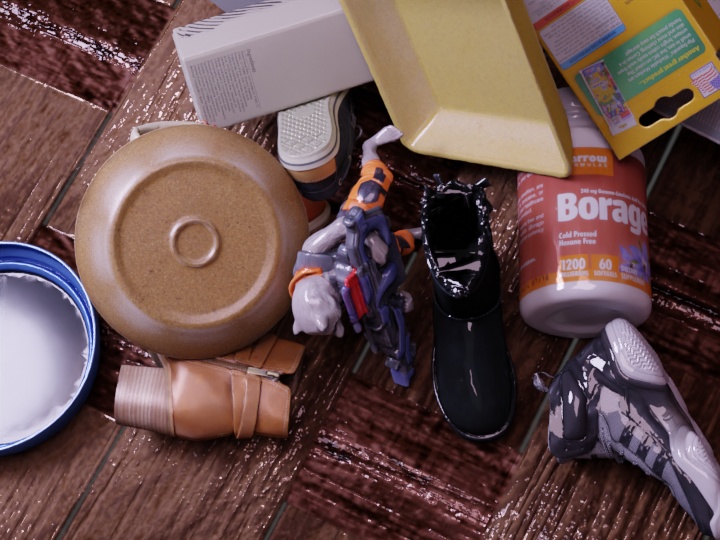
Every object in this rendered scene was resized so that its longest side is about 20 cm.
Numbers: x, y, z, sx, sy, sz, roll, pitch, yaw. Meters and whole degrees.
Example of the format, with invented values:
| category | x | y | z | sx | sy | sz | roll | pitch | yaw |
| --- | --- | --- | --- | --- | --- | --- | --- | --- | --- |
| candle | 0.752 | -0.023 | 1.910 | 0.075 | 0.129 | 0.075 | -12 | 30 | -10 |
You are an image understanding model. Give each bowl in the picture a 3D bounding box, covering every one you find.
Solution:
| category | x | y | z | sx | sy | sz | roll | pitch | yaw |
| --- | --- | --- | --- | --- | --- | --- | --- | --- | --- |
| bowl | -0.329 | 0.073 | 1.591 | 0.200 | 0.039 | 0.201 | -3 | 68 | 7 |

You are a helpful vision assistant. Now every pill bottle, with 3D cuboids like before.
| category | x | y | z | sx | sy | sz | roll | pitch | yaw |
| --- | --- | --- | --- | --- | --- | --- | --- | --- | --- |
| pill bottle | 0.191 | -0.052 | 1.522 | 0.112 | 0.112 | 0.200 | -2 | 69 | 8 |

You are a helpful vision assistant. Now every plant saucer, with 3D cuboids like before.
| category | x | y | z | sx | sy | sz | roll | pitch | yaw |
| --- | --- | --- | --- | --- | --- | --- | --- | --- | --- |
| plant saucer | 0.086 | -0.181 | 1.489 | 0.200 | 0.200 | 0.048 | 14 | 50 | 45 |
| plant saucer | -0.140 | -0.024 | 1.489 | 0.200 | 0.035 | 0.200 | 0 | 92 | -8 |

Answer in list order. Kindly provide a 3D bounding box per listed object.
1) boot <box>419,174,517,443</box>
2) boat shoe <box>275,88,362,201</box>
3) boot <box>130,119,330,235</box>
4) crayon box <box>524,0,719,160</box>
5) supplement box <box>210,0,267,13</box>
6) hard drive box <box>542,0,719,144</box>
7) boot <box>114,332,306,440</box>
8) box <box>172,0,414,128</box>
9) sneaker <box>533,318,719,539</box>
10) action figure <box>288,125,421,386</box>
| category | x | y | z | sx | sy | sz | roll | pitch | yaw |
| --- | --- | --- | --- | --- | --- | --- | --- | --- | --- |
| boot | 0.089 | 0.030 | 1.478 | 0.073 | 0.162 | 0.198 | -5 | 69 | 4 |
| boat shoe | -0.038 | -0.132 | 1.593 | 0.075 | 0.062 | 0.200 | -11 | 35 | 10 |
| boot | -0.116 | -0.079 | 1.556 | 0.200 | 0.107 | 0.075 | 1 | 31 | -20 |
| crayon box | 0.212 | -0.209 | 1.454 | 0.126 | 0.052 | 0.200 | -32 | 93 | 34 |
| supplement box | -0.056 | -0.328 | 1.657 | 0.101 | 0.103 | 0.200 | -5 | 61 | 45 |
| hard drive box | 0.286 | -0.203 | 1.548 | 0.200 | 0.077 | 0.156 | 31 | 39 | 18 |
| boot | -0.125 | 0.055 | 1.551 | 0.155 | 0.077 | 0.200 | 5 | 59 | 3 |
| box | -0.059 | -0.197 | 1.570 | 0.200 | 0.082 | 0.068 | -17 | 33 | -5 |
| sneaker | 0.224 | 0.148 | 1.464 | 0.114 | 0.075 | 0.200 | -31 | 78 | 11 |
| action figure | 0.000 | 0.000 | 1.519 | 0.105 | 0.200 | 0.193 | 10 | 40 | 27 |
